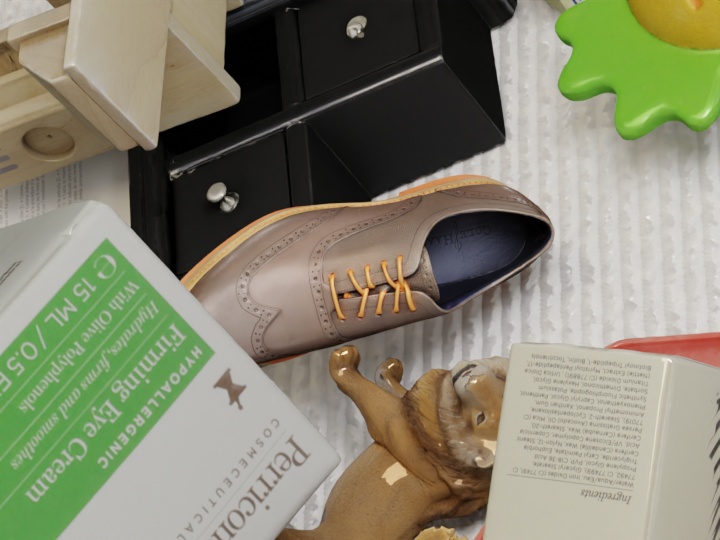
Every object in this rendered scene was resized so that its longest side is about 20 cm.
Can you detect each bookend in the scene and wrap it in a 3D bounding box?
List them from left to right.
[{"bbox_3d":[-0.016,-0.061,1.507,0.199,0.092,0.200,-21,49,20],"label":"bookend"}]

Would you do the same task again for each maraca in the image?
[{"bbox_3d":[0.182,-0.149,1.428,0.200,0.107,0.137,-47,46,-4],"label":"maraca"}]

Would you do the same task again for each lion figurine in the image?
[{"bbox_3d":[0.005,0.112,1.389,0.200,0.072,0.122,-53,51,9],"label":"lion figurine"}]

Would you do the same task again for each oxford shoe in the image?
[{"bbox_3d":[0.000,0.000,1.406,0.200,0.071,0.073,-22,14,-18],"label":"oxford shoe"}]

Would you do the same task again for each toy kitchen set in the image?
[{"bbox_3d":[-0.184,-0.112,1.450,0.180,0.200,0.163,-18,49,24],"label":"toy kitchen set"}]

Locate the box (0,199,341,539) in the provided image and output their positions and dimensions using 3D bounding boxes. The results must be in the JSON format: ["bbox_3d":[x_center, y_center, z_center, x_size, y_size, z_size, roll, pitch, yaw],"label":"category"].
[{"bbox_3d":[-0.161,0.104,1.314,0.199,0.171,0.200,-50,18,-25],"label":"box"}]

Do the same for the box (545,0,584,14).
[{"bbox_3d":[0.061,-0.255,1.525,0.097,0.200,0.176,-43,44,-2],"label":"box"}]

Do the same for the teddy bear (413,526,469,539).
[{"bbox_3d":[0.011,0.216,1.307,0.145,0.067,0.200,14,73,48],"label":"teddy bear"}]

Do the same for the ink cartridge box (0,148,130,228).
[{"bbox_3d":[-0.192,-0.026,1.595,0.176,0.045,0.200,-13,63,19],"label":"ink cartridge box"}]

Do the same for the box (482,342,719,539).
[{"bbox_3d":[0.095,0.132,1.151,0.082,0.068,0.200,6,85,37],"label":"box"}]

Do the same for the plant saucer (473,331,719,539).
[{"bbox_3d":[0.161,0.094,1.260,0.200,0.037,0.200,-6,31,35],"label":"plant saucer"}]
